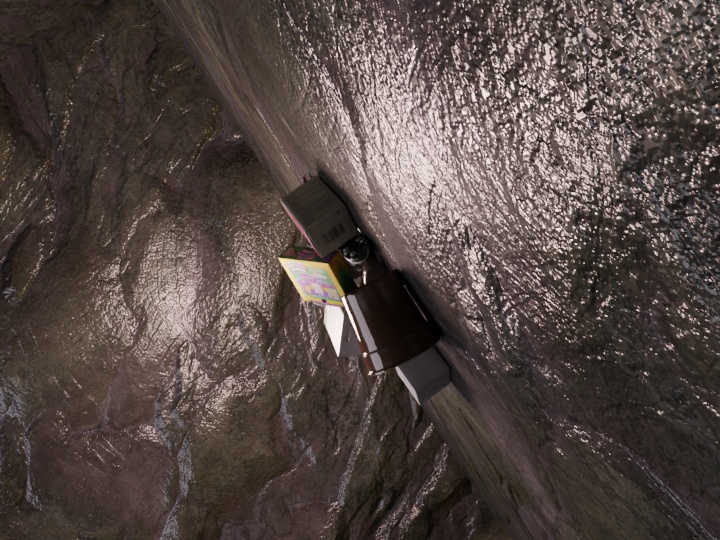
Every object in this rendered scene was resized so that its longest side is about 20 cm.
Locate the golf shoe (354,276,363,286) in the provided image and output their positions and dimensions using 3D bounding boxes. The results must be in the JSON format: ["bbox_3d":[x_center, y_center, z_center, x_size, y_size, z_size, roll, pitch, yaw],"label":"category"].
[{"bbox_3d":[0.000,0.000,1.844,0.200,0.073,0.092,45,170,-9],"label":"golf shoe"}]

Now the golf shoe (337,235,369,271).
[{"bbox_3d":[-0.003,-0.042,1.609,0.088,0.077,0.200,54,177,-15],"label":"golf shoe"}]

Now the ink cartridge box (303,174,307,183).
[{"bbox_3d":[-0.128,-0.191,1.842,0.109,0.050,0.201,63,-165,-53],"label":"ink cartridge box"}]

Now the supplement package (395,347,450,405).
[{"bbox_3d":[0.175,0.286,1.723,0.117,0.117,0.200,54,174,24],"label":"supplement package"}]

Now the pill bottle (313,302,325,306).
[{"bbox_3d":[-0.100,0.063,1.994,0.113,0.112,0.200,55,-175,9],"label":"pill bottle"}]

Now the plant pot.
[{"bbox_3d":[0.061,0.118,1.465,0.199,0.199,0.200,63,175,1],"label":"plant pot"}]

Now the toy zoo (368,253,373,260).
[{"bbox_3d":[-0.009,-0.067,1.774,0.200,0.020,0.131,53,174,30],"label":"toy zoo"}]

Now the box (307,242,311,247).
[{"bbox_3d":[-0.108,-0.046,1.967,0.110,0.035,0.200,52,-176,6],"label":"box"}]

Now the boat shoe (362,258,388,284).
[{"bbox_3d":[0.038,0.023,1.637,0.072,0.075,0.200,55,173,31],"label":"boat shoe"}]

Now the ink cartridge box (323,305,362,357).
[{"bbox_3d":[-0.043,0.141,1.802,0.200,0.083,0.146,-121,34,-59],"label":"ink cartridge box"}]

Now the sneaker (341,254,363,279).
[{"bbox_3d":[-0.075,-0.051,1.745,0.201,0.115,0.074,58,176,-6],"label":"sneaker"}]

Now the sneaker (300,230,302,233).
[{"bbox_3d":[-0.144,-0.145,2.013,0.077,0.111,0.201,49,171,50],"label":"sneaker"}]

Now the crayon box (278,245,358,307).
[{"bbox_3d":[-0.112,0.018,1.705,0.199,0.058,0.173,7,136,40],"label":"crayon box"}]

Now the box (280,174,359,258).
[{"bbox_3d":[-0.112,-0.148,1.645,0.200,0.127,0.109,50,173,50],"label":"box"}]
